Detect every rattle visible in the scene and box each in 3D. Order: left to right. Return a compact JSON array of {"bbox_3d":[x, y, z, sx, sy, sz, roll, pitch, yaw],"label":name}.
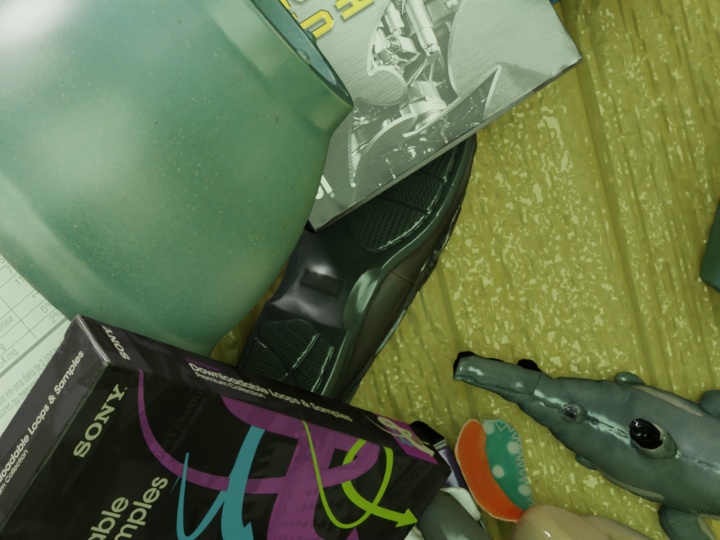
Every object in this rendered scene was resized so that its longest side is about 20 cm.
[{"bbox_3d":[0.103,0.184,0.913,0.199,0.130,0.143,29,118,-6],"label":"rattle"}]

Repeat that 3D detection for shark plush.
[{"bbox_3d":[0.148,0.076,0.921,0.200,0.083,0.091,35,88,-5],"label":"shark plush"}]

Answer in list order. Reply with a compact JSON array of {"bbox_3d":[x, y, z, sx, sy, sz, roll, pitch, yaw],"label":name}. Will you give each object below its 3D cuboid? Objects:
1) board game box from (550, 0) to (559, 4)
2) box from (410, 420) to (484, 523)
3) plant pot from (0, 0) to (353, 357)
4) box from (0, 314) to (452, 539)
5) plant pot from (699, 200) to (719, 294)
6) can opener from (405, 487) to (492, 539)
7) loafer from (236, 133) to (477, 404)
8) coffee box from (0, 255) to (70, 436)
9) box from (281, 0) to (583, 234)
[{"bbox_3d":[0.002,-0.197,0.918,0.195,0.056,0.201,-28,93,-5],"label":"board game box"},{"bbox_3d":[0.012,0.199,0.899,0.147,0.104,0.201,-26,93,-6],"label":"box"},{"bbox_3d":[-0.088,-0.073,0.757,0.134,0.200,0.200,-40,94,9],"label":"plant pot"},{"bbox_3d":[-0.071,0.108,0.726,0.200,0.036,0.143,22,107,-42],"label":"box"},{"bbox_3d":[0.271,-0.051,0.910,0.141,0.141,0.200,33,95,-5],"label":"plant pot"},{"bbox_3d":[0.068,0.193,0.819,0.053,0.067,0.201,-27,93,-6],"label":"can opener"},{"bbox_3d":[0.000,0.000,0.926,0.072,0.063,0.201,27,81,25],"label":"loafer"},{"bbox_3d":[-0.194,0.068,0.829,0.200,0.200,0.198,-41,95,-2],"label":"coffee box"},{"bbox_3d":[-0.011,-0.143,0.865,0.158,0.048,0.201,-32,94,-4],"label":"box"}]
